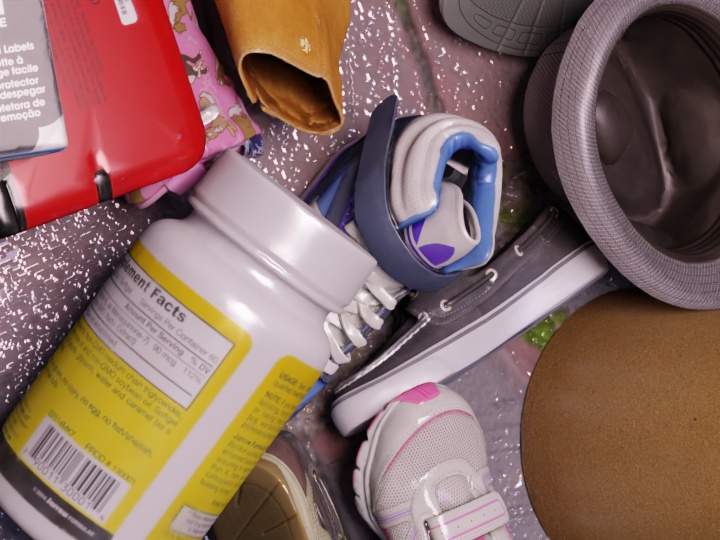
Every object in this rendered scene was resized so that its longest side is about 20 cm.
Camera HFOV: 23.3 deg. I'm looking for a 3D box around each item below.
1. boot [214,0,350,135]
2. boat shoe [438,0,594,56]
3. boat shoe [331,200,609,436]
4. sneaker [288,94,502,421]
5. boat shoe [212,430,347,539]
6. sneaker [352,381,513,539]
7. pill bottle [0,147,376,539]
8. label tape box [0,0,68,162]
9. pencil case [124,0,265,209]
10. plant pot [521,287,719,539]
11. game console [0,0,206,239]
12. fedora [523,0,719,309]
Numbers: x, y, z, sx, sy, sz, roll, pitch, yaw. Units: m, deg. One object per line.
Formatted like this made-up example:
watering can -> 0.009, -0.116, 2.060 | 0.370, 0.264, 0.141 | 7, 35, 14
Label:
boot -> -0.061, -0.168, 0.883 | 0.201, 0.070, 0.145 | 43, 34, -47
boat shoe -> 0.129, -0.180, 1.048 | 0.200, 0.075, 0.065 | -12, 51, -25
boat shoe -> 0.054, 0.021, 0.998 | 0.199, 0.070, 0.067 | -32, 82, -21
sneaker -> 0.000, 0.000, 0.920 | 0.080, 0.146, 0.201 | 40, 70, -21
boat shoe -> -0.025, 0.181, 0.942 | 0.066, 0.071, 0.203 | -41, 120, -54
sneaker -> 0.057, 0.156, 0.953 | 0.081, 0.088, 0.202 | -24, 116, -27
pill bottle -> -0.086, 0.048, 0.859 | 0.114, 0.114, 0.201 | 36, 91, -22
label tape box -> -0.214, -0.137, 0.731 | 0.143, 0.063, 0.202 | -12, 95, -20
pencil case -> -0.123, -0.135, 0.892 | 0.083, 0.086, 0.201 | -32, 101, -46
plant pot -> 0.223, 0.099, 1.008 | 0.185, 0.200, 0.188 | 2, 86, -28
game console -> -0.194, -0.117, 0.839 | 0.171, 0.118, 0.202 | -23, 99, -29
fedora -> 0.168, -0.076, 1.027 | 0.200, 0.090, 0.178 | 39, 72, -30
